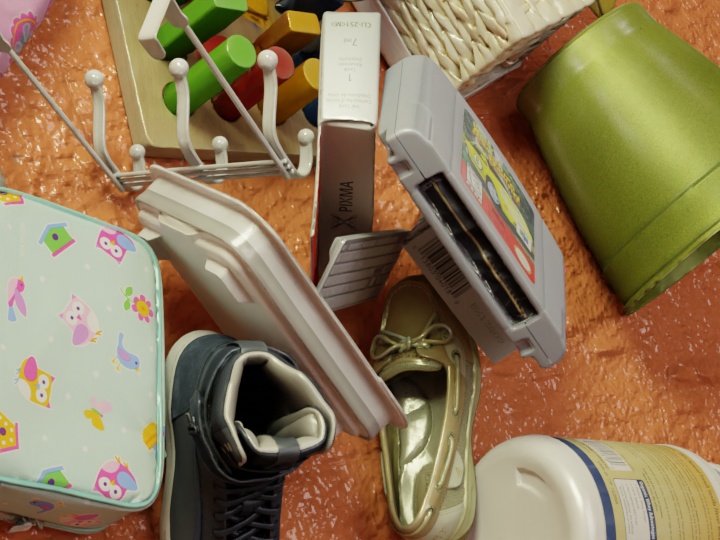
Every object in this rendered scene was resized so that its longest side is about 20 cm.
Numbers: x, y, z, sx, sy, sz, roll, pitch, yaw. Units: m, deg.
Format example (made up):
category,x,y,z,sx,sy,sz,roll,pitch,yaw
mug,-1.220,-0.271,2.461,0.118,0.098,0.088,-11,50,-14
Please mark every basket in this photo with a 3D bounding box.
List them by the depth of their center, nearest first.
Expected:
category,x,y,z,sx,sy,sz,roll,pitch,yaw
basket,0.071,-0.247,1.655,0.135,0.123,0.201,-31,89,-46

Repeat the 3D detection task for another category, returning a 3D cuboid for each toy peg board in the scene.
category,x,y,z,sx,sy,sz,roll,pitch,yaw
toy peg board,-0.075,-0.188,1.515,0.198,0.098,0.202,1,68,-41

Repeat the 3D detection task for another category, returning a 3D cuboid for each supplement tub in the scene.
category,x,y,z,sx,sy,sz,roll,pitch,yaw
supplement tub,0.180,0.193,1.505,0.199,0.144,0.146,8,64,-38

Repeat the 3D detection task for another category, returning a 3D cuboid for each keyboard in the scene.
category,x,y,z,sx,sy,sz,roll,pitch,yaw
keyboard,0.000,0.000,1.450,0.011,0.057,0.200,23,8,12

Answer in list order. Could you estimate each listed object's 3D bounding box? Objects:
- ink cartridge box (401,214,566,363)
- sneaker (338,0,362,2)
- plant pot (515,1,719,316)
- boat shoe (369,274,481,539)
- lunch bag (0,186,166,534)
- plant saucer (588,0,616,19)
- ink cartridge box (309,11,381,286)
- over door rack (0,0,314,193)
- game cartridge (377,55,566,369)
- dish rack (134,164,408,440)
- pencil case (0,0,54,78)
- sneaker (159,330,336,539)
category,x,y,z,sx,sy,sz,roll,pitch,yaw
ink cartridge box,0.100,-0.020,1.565,0.109,0.050,0.200,52,23,-7
sneaker,0.004,-0.296,1.526,0.065,0.079,0.202,7,68,4
plant pot,0.231,-0.103,1.689,0.200,0.200,0.193,-29,77,-45
boat shoe,0.041,0.093,1.479,0.063,0.073,0.203,37,49,-58
lunch bag,-0.193,0.062,1.296,0.160,0.077,0.202,20,58,-37
plant saucer,0.146,-0.327,1.687,0.200,0.048,0.200,57,-4,39
ink cartridge box,-0.011,-0.047,1.434,0.043,0.201,0.175,2,60,-1
over door rack,-0.133,-0.117,1.340,0.200,0.147,0.067,42,50,-53
game cartridge,0.079,-0.044,1.415,0.201,0.041,0.133,54,17,-24
dish rack,-0.066,0.028,1.356,0.044,0.171,0.201,-42,121,-14
pencil case,-0.248,-0.180,1.374,0.087,0.087,0.201,39,47,-19
sneaker,-0.068,0.140,1.291,0.076,0.146,0.204,-9,93,-26
